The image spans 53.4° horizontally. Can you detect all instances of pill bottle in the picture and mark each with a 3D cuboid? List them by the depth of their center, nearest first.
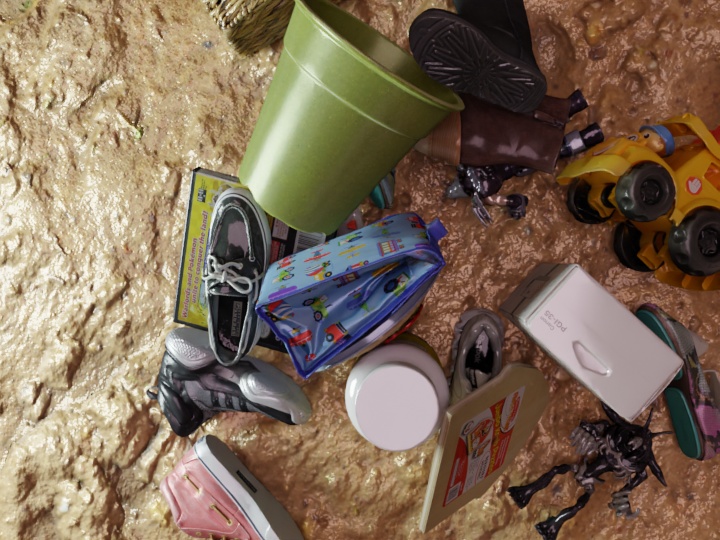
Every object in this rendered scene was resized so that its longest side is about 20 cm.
[{"bbox_3d":[0.041,0.133,0.796,0.111,0.200,0.114,0,92,4],"label":"pill bottle"}]

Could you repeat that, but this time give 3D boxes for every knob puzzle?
[{"bbox_3d":[0.143,0.179,0.805,0.030,0.219,0.221,34,93,37],"label":"knob puzzle"}]

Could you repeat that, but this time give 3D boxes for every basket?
[{"bbox_3d":[-0.105,-0.370,0.830,0.199,0.143,0.150,-28,89,4],"label":"basket"}]

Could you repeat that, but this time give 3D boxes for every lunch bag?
[{"bbox_3d":[0.000,0.000,0.757,0.199,0.151,0.094,-32,105,7],"label":"lunch bag"}]

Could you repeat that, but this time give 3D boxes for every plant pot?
[{"bbox_3d":[-0.030,-0.146,0.730,0.199,0.200,0.191,38,112,3],"label":"plant pot"}]

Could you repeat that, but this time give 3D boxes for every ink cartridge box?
[{"bbox_3d":[0.241,0.069,0.781,0.146,0.200,0.083,43,93,2],"label":"ink cartridge box"}]

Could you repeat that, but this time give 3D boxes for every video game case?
[{"bbox_3d":[-0.128,-0.007,0.864,0.179,0.026,0.202,15,112,4],"label":"video game case"}]

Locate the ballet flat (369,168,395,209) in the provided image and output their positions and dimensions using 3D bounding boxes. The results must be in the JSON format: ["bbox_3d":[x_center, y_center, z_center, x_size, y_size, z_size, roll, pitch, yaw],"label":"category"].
[{"bbox_3d":[0.003,-0.172,0.866,0.074,0.074,0.201,-31,92,4],"label":"ballet flat"}]

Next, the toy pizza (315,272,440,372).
[{"bbox_3d":[0.015,0.050,0.803,0.200,0.200,0.032,-38,103,4],"label":"toy pizza"}]

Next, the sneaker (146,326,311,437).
[{"bbox_3d":[-0.164,0.160,0.880,0.199,0.076,0.115,29,102,0],"label":"sneaker"}]

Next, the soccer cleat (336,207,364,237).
[{"bbox_3d":[-0.037,-0.100,0.870,0.069,0.078,0.202,-12,109,15],"label":"soccer cleat"}]

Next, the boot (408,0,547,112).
[{"bbox_3d":[0.117,-0.274,0.767,0.164,0.201,0.066,24,137,-27],"label":"boot"}]

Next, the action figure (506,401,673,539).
[{"bbox_3d":[0.276,0.234,0.832,0.199,0.102,0.119,-39,76,5],"label":"action figure"}]

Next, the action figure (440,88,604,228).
[{"bbox_3d":[0.185,-0.131,0.853,0.199,0.069,0.131,-27,96,8],"label":"action figure"}]

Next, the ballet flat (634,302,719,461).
[{"bbox_3d":[0.386,0.123,0.845,0.071,0.069,0.202,-23,93,-14],"label":"ballet flat"}]

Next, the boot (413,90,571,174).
[{"bbox_3d":[0.155,-0.199,0.818,0.165,0.073,0.202,10,64,12],"label":"boot"}]

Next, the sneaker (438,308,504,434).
[{"bbox_3d":[0.133,0.148,0.851,0.074,0.081,0.202,4,92,2],"label":"sneaker"}]

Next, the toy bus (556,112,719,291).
[{"bbox_3d":[0.352,-0.104,0.797,0.200,0.136,0.193,38,86,-11],"label":"toy bus"}]

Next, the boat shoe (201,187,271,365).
[{"bbox_3d":[-0.147,0.009,0.817,0.073,0.068,0.201,10,105,4],"label":"boat shoe"}]

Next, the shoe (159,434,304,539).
[{"bbox_3d":[-0.157,0.306,0.882,0.091,0.071,0.200,-44,82,5],"label":"shoe"}]
